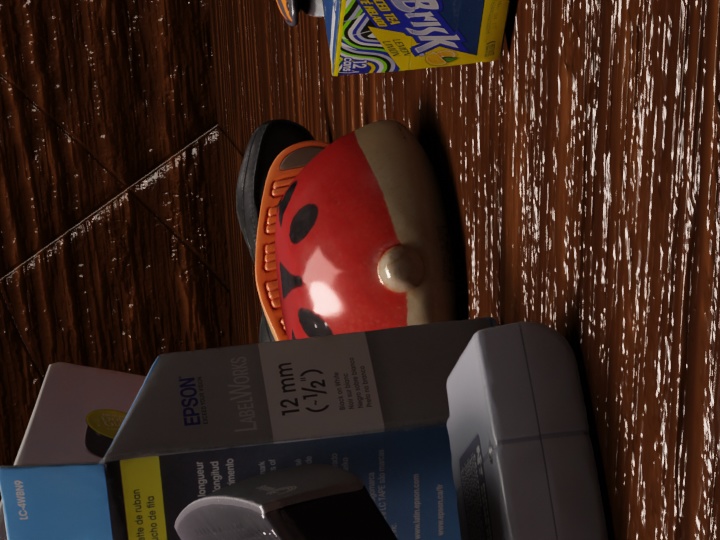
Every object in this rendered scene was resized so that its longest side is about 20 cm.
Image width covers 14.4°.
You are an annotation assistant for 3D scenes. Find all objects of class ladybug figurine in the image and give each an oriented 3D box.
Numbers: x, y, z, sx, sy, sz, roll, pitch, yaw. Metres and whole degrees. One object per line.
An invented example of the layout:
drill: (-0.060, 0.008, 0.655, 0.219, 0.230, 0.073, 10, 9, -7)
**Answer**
ladybug figurine: (0.000, 0.000, 1.309, 0.200, 0.072, 0.136, 139, 124, -84)

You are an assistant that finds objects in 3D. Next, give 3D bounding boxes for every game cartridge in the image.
game cartridge: (0.062, 0.123, 0.967, 0.133, 0.041, 0.200, 91, 172, -79)

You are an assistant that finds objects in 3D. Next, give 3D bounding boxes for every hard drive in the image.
hard drive: (-0.006, 0.127, 0.995, 0.135, 0.042, 0.200, 57, 167, 0)

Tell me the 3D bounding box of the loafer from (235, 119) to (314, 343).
loafer: (-0.037, -0.015, 1.807, 0.070, 0.068, 0.201, 123, 147, -52)

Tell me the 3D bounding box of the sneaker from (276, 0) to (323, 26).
sneaker: (-0.015, -0.179, 1.323, 0.200, 0.078, 0.112, 49, -151, -80)

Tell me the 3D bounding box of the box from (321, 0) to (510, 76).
box: (0.009, -0.174, 1.032, 0.070, 0.064, 0.200, 96, 167, -66)

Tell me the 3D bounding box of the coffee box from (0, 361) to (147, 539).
coffee box: (-0.071, 0.190, 1.354, 0.200, 0.199, 0.198, 89, -167, -53)

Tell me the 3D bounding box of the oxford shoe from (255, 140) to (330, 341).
oxford shoe: (-0.018, 0.029, 1.592, 0.073, 0.071, 0.200, 82, -179, -85)

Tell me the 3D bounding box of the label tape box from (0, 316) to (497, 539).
label tape box: (-0.039, 0.099, 1.139, 0.066, 0.200, 0.143, -99, 5, -50)
